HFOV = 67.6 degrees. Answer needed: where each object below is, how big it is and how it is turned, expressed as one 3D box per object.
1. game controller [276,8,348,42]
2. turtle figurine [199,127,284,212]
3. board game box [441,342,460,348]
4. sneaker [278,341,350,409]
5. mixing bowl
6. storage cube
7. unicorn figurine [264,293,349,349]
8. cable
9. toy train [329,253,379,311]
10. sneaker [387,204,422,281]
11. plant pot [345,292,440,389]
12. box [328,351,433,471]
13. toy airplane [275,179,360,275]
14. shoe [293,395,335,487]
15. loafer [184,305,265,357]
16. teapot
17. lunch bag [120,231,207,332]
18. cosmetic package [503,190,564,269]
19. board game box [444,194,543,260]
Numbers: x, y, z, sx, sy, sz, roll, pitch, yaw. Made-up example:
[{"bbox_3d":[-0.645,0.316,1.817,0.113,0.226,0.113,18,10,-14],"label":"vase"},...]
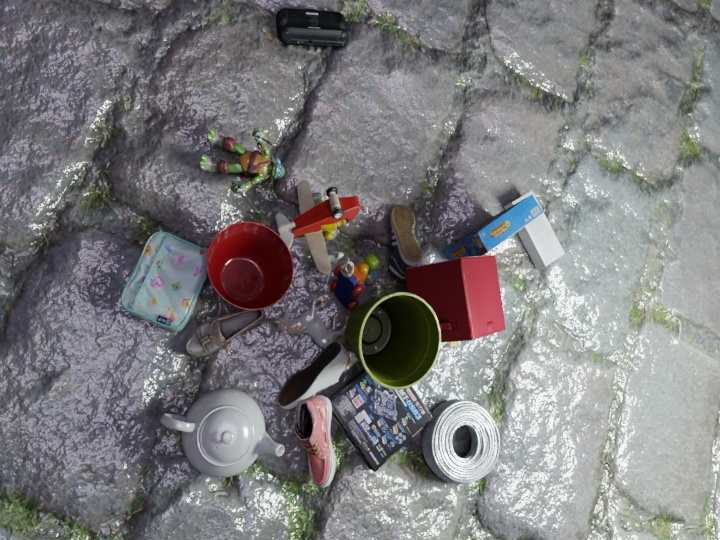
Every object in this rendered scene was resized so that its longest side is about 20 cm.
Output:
[{"bbox_3d":[-0.127,-0.651,1.443,0.194,0.042,0.107,-4,67,-18],"label":"game controller"},{"bbox_3d":[-0.278,-0.261,1.252,0.188,0.147,0.201,16,32,4],"label":"turtle figurine"},{"bbox_3d":[0.202,0.102,1.416,0.102,0.023,0.207,-5,82,-16],"label":"board game box"},{"bbox_3d":[-0.101,0.265,1.269,0.199,0.073,0.085,-40,132,-3],"label":"sneaker"},{"bbox_3d":[-0.262,0.004,1.234,0.195,0.108,0.206,9,68,-22],"label":"mixing bowl"},{"bbox_3d":[0.227,0.069,1.290,0.197,0.168,0.186,-3,84,-48],"label":"storage cube"},{"bbox_3d":[-0.111,0.125,1.286,0.199,0.074,0.138,43,71,-6],"label":"unicorn figurine"},{"bbox_3d":[0.253,0.429,1.348,0.200,0.069,0.200,45,71,-5],"label":"cable"},{"bbox_3d":[0.000,0.000,1.281,0.115,0.202,0.085,-37,71,-28],"label":"toy train"},{"bbox_3d":[0.105,-0.068,1.399,0.068,0.110,0.204,3,50,-14],"label":"sneaker"},{"bbox_3d":[0.053,0.148,1.236,0.194,0.192,0.207,0,91,-21],"label":"plant pot"},{"bbox_3d":[0.047,0.340,1.311,0.197,0.050,0.202,-36,91,-20],"label":"box"},{"bbox_3d":[-0.108,-0.107,1.310,0.195,0.141,0.204,21,82,27],"label":"toy airplane"},{"bbox_3d":[-0.108,0.391,1.217,0.090,0.070,0.207,11,77,-61],"label":"shoe"},{"bbox_3d":[-0.309,0.132,1.229,0.196,0.063,0.073,-27,89,-20],"label":"loafer"},{"bbox_3d":[-0.294,0.348,1.153,0.197,0.146,0.201,-28,89,-19],"label":"teapot"},{"bbox_3d":[-0.434,0.027,1.201,0.157,0.077,0.205,25,74,-12],"label":"lunch bag"},{"bbox_3d":[0.493,-0.114,1.529,0.081,0.051,0.204,-27,89,-21],"label":"cosmetic package"},{"bbox_3d":[0.341,-0.099,1.402,0.197,0.196,0.057,-33,90,-20],"label":"board game box"}]
